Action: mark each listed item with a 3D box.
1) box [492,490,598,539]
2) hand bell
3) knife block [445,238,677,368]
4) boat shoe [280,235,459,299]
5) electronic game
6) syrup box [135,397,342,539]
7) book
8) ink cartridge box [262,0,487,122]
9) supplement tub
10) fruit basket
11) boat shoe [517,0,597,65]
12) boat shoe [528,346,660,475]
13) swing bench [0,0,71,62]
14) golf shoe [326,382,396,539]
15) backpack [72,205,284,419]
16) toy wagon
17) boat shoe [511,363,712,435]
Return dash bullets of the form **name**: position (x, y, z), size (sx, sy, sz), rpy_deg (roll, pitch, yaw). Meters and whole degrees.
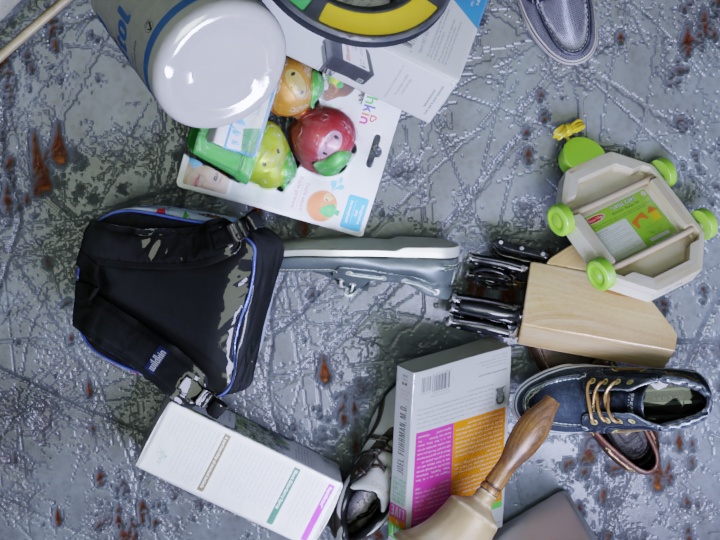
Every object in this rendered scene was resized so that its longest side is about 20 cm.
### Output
- **box**: position (0.181, 0.366, 1.560), size (0.199, 0.200, 0.172), rpy_deg (-31, 99, 2)
- **hand bell**: position (0.132, 0.208, 1.494), size (0.104, 0.104, 0.200), rpy_deg (37, 86, -9)
- **knife block**: position (0.192, 0.050, 1.542), size (0.175, 0.064, 0.200), rpy_deg (-33, 73, -10)
- **boat shoe**: position (0.000, 0.000, 1.552), size (0.199, 0.073, 0.062), rpy_deg (0, 103, -1)
- **electronic game**: position (-0.006, -0.293, 1.411), size (0.199, 0.042, 0.201), rpy_deg (7, 64, -15)
- **syrup box**: position (-0.122, 0.201, 1.575), size (0.200, 0.079, 0.082), rpy_deg (27, 97, -8)
- **book**: position (0.089, 0.178, 1.549), size (0.133, 0.048, 0.201), rpy_deg (-12, 114, -39)
- **ink cartridge box**: position (0.011, -0.255, 1.473), size (0.200, 0.084, 0.145), rpy_deg (25, 60, -7)
- **supplement tub**: position (-0.164, -0.234, 1.412), size (0.132, 0.200, 0.132), rpy_deg (-19, 134, -20)
- **fruit basket**: position (-0.063, -0.144, 1.516), size (0.199, 0.094, 0.186), rpy_deg (17, 98, -9)
- **boat shoe**: position (0.185, -0.295, 1.503), size (0.075, 0.093, 0.200), rpy_deg (-24, 100, 1)
- **boat shoe**: position (0.247, 0.126, 1.591), size (0.070, 0.070, 0.200), rpy_deg (-40, 98, 5)
- **swing bench**: position (-0.400, -0.283, 1.456), size (0.199, 0.130, 0.200), rpy_deg (-39, 94, 4)
- **golf shoe**: position (0.032, 0.199, 1.577), size (0.078, 0.094, 0.200), rpy_deg (26, 95, -4)
- **backpack**: position (-0.179, 0.019, 1.497), size (0.190, 0.154, 0.201), rpy_deg (16, 95, 14)
- **toy wagon**: position (0.259, -0.065, 1.540), size (0.155, 0.040, 0.200), rpy_deg (-23, 68, -28)
- **boat shoe**: position (0.246, 0.126, 1.509), size (0.200, 0.091, 0.071), rpy_deg (-5, 89, 9)
